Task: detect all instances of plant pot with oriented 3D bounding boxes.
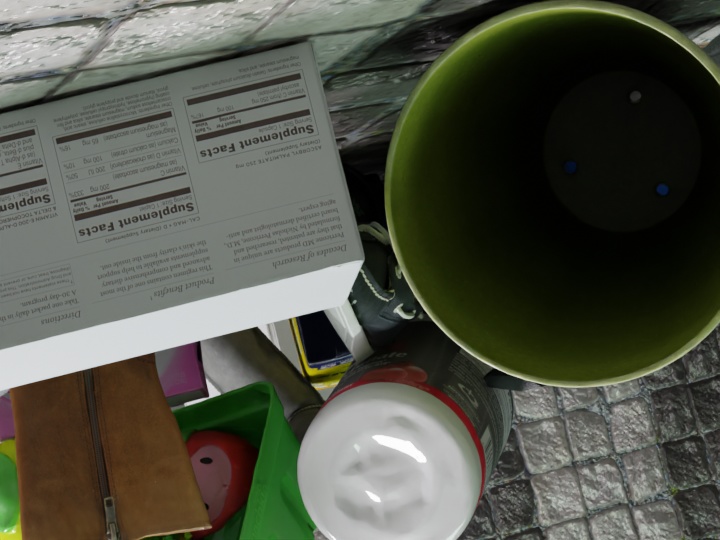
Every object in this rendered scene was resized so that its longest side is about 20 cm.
[{"bbox_3d":[0.126,-0.053,1.211,0.186,0.189,0.200,-16,-175,17],"label":"plant pot"}]

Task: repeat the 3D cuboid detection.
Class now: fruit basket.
[{"bbox_3d":[-0.133,0.157,1.413,0.155,0.217,0.215,-19,171,32],"label":"fruit basket"}]

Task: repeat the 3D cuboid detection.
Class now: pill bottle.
[{"bbox_3d":[0.035,0.094,1.435,0.110,0.112,0.200,-17,-168,17],"label":"pill bottle"}]

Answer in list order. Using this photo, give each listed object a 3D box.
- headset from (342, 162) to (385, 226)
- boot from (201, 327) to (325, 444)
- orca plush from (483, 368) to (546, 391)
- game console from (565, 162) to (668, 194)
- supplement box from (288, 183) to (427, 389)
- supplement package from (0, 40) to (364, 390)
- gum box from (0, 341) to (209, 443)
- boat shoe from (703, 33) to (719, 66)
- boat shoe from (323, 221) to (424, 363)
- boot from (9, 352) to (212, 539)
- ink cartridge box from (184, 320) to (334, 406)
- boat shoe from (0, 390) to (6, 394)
[{"bbox_3d":[-0.053,-0.033,1.425,0.123,0.095,0.200,-21,-173,13],"label":"headset"},{"bbox_3d":[-0.072,0.072,1.593,0.072,0.201,0.182,-34,175,-8],"label":"boot"},{"bbox_3d":[0.111,0.007,1.466,0.105,0.071,0.200,-39,-170,40],"label":"orca plush"},{"bbox_3d":[0.166,-0.042,1.505,0.199,0.119,0.170,-6,169,-46],"label":"game console"},{"bbox_3d":[0.001,0.013,1.636,0.108,0.110,0.200,-14,173,-3],"label":"supplement box"},{"bbox_3d":[-0.110,-0.021,1.143,0.198,0.112,0.156,-13,173,-6],"label":"supplement package"},{"bbox_3d":[-0.193,0.044,1.454,0.198,0.114,0.066,-14,172,-2],"label":"gum box"},{"bbox_3d":[0.272,-0.115,1.334,0.198,0.073,0.071,-14,169,-19],"label":"boat shoe"},{"bbox_3d":[0.000,0.000,1.325,0.060,0.076,0.200,-34,171,-2],"label":"boat shoe"},{"bbox_3d":[-0.111,0.043,1.266,0.187,0.202,0.068,-12,172,-19],"label":"boot"},{"bbox_3d":[-0.031,0.076,1.907,0.199,0.147,0.146,-8,170,-39],"label":"ink cartridge box"},{"bbox_3d":[-0.195,0.015,1.367,0.199,0.071,0.072,-32,167,-2],"label":"boat shoe"}]
